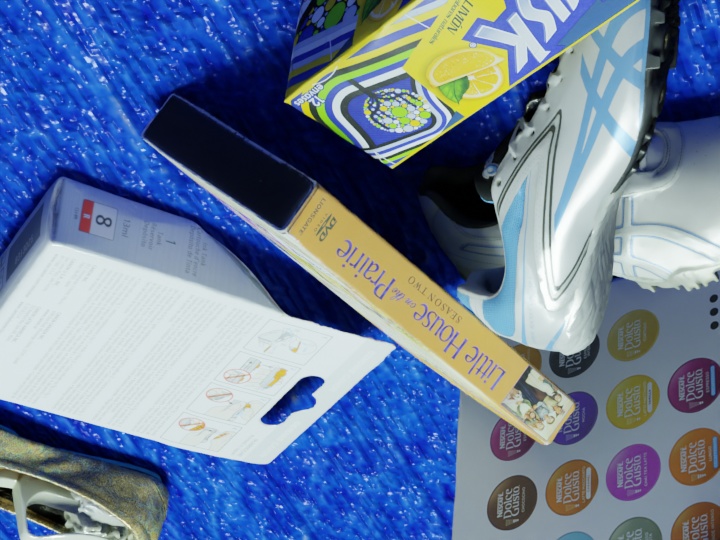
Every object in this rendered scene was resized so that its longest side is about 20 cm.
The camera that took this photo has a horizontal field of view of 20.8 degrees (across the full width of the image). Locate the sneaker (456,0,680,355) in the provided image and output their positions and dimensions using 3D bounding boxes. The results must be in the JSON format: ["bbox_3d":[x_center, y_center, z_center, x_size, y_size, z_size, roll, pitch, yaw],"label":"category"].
[{"bbox_3d":[0.089,-0.057,0.830,0.072,0.072,0.201,18,117,9],"label":"sneaker"}]

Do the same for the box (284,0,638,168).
[{"bbox_3d":[0.056,-0.123,0.786,0.064,0.070,0.200,28,139,-28],"label":"box"}]

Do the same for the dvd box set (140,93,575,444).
[{"bbox_3d":[0.000,0.000,0.927,0.200,0.029,0.146,39,177,-36],"label":"dvd box set"}]

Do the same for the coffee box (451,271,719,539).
[{"bbox_3d":[0.179,0.134,1.013,0.197,0.201,0.200,-18,139,30],"label":"coffee box"}]

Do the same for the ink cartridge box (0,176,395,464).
[{"bbox_3d":[-0.104,0.033,1.062,0.199,0.050,0.162,15,144,-25],"label":"ink cartridge box"}]

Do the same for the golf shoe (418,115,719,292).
[{"bbox_3d":[0.114,-0.038,0.896,0.199,0.079,0.097,-23,129,33],"label":"golf shoe"}]

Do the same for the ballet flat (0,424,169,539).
[{"bbox_3d":[-0.212,0.132,1.190,0.199,0.071,0.071,20,143,-17],"label":"ballet flat"}]
